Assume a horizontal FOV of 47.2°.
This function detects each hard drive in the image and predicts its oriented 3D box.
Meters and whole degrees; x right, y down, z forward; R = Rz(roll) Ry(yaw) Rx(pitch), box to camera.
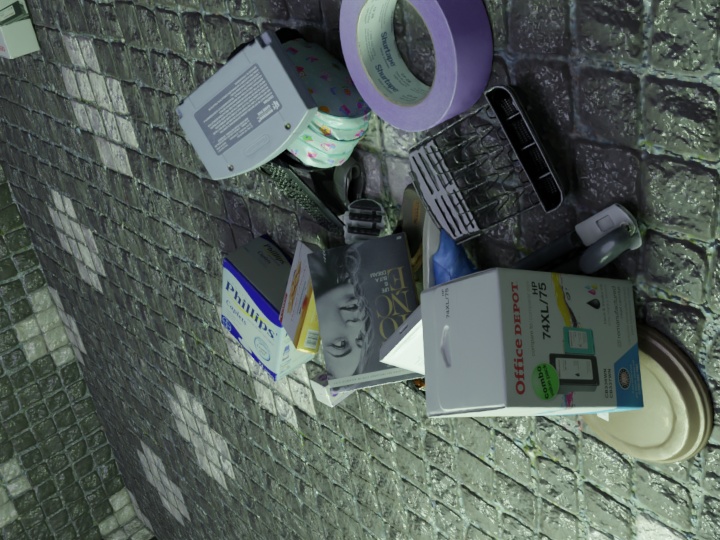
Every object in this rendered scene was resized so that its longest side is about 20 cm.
[{"bbox_3d":[0.142,0.105,1.066,0.132,0.199,0.026,-51,29,45],"label":"hard drive"}]

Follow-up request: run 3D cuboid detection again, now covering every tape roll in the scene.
[{"bbox_3d":[0.063,-0.273,0.988,0.200,0.065,0.201,36,141,35],"label":"tape roll"}]

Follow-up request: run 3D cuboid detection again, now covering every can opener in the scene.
[{"bbox_3d":[0.238,-0.015,0.942,0.054,0.067,0.200,59,148,3],"label":"can opener"}]

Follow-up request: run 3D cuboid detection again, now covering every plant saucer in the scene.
[{"bbox_3d":[0.323,0.149,0.990,0.200,0.029,0.201,35,141,34],"label":"plant saucer"}]

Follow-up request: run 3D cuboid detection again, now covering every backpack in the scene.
[{"bbox_3d":[-0.081,-0.236,1.142,0.200,0.167,0.127,47,142,9],"label":"backpack"}]

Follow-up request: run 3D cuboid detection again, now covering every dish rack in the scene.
[{"bbox_3d":[0.140,-0.116,0.978,0.199,0.054,0.154,-26,93,42],"label":"dish rack"}]

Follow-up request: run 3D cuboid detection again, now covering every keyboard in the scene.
[{"bbox_3d":[-0.097,-0.116,1.233,0.127,0.021,0.200,29,169,42],"label":"keyboard"}]

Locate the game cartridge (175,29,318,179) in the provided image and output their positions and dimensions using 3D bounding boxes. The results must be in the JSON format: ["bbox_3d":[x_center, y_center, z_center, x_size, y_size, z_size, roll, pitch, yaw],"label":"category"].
[{"bbox_3d":[-0.151,-0.207,1.093,0.199,0.041,0.134,-27,91,36],"label":"game cartridge"}]

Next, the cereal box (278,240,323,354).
[{"bbox_3d":[-0.085,0.038,1.323,0.200,0.039,0.145,-145,69,-72],"label":"cereal box"}]

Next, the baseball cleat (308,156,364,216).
[{"bbox_3d":[-0.054,-0.179,1.238,0.106,0.070,0.201,-8,119,50],"label":"baseball cleat"}]

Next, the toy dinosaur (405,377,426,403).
[{"bbox_3d":[0.100,0.113,1.167,0.201,0.136,0.102,54,146,-5],"label":"toy dinosaur"}]

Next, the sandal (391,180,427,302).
[{"bbox_3d":[0.073,-0.032,1.174,0.082,0.054,0.201,36,141,33],"label":"sandal"}]

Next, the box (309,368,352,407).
[{"bbox_3d":[0.014,0.133,1.252,0.041,0.199,0.039,16,132,51],"label":"box"}]

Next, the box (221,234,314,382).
[{"bbox_3d":[-0.171,0.072,1.556,0.184,0.105,0.201,42,144,25],"label":"box"}]

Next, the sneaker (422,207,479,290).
[{"bbox_3d":[0.140,0.000,1.093,0.077,0.110,0.202,99,171,-89],"label":"sneaker"}]

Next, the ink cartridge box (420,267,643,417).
[{"bbox_3d":[0.189,0.087,0.926,0.146,0.199,0.148,-21,68,58],"label":"ink cartridge box"}]

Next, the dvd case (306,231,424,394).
[{"bbox_3d":[0.010,0.060,1.146,0.148,0.016,0.202,-12,83,16],"label":"dvd case"}]

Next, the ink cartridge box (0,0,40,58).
[{"bbox_3d":[-0.874,-0.632,2.007,0.144,0.084,0.201,25,133,44],"label":"ink cartridge box"}]

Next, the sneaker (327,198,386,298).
[{"bbox_3d":[0.000,0.000,1.210,0.075,0.202,0.081,13,174,10],"label":"sneaker"}]
